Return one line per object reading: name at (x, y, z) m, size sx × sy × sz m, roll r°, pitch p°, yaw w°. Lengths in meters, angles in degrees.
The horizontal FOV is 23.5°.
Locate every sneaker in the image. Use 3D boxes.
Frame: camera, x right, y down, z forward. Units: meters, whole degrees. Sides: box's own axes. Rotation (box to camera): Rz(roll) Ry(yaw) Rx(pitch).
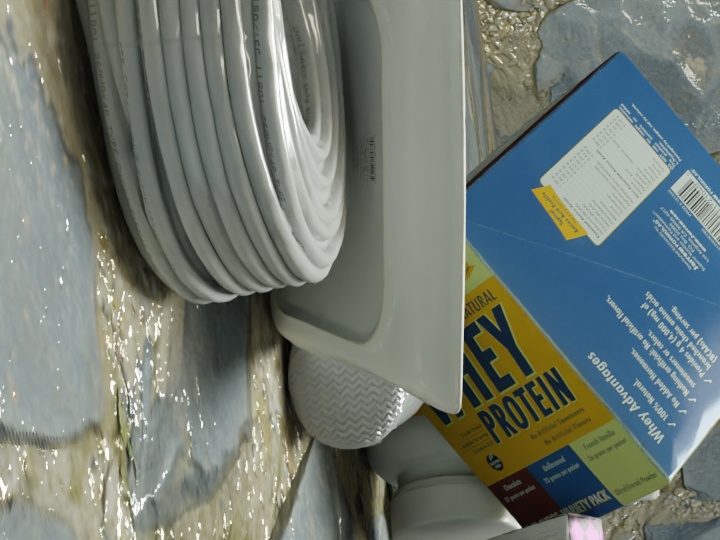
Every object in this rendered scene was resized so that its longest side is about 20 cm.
sneaker at (0.000, 0.000, 0.933) m, size 0.115 × 0.075 × 0.200 m, roll 54°, pitch 36°, yaw -76°

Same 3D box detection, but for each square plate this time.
square plate at (-0.007, -0.050, 0.766) m, size 0.198 × 0.028 × 0.200 m, roll -162°, pitch -110°, yaw -67°

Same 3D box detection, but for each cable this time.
cable at (-0.049, -0.089, 0.646) m, size 0.200 × 0.069 × 0.200 m, roll -24°, pitch 107°, yaw -82°

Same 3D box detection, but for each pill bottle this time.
pill bottle at (0.057, 0.078, 1.129) m, size 0.113 × 0.113 × 0.200 m, roll 68°, pitch 18°, yaw -64°

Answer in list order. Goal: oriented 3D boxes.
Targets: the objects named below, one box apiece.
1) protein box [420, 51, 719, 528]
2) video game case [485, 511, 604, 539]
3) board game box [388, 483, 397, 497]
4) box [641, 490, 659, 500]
protein box at (0.133, 0.015, 1.048) m, size 0.199 × 0.135 × 0.200 m, roll 49°, pitch 52°, yaw -1°
video game case at (0.078, 0.259, 1.009) m, size 0.036 × 0.181 × 0.200 m, roll 14°, pitch 62°, yaw -35°
board game box at (0.051, 0.193, 1.303) m, size 0.135 × 0.029 × 0.200 m, roll -80°, pitch 162°, yaw -65°
box at (0.151, 0.078, 1.494) m, size 0.199 × 0.200 × 0.171 m, roll -86°, pitch 169°, yaw -50°
